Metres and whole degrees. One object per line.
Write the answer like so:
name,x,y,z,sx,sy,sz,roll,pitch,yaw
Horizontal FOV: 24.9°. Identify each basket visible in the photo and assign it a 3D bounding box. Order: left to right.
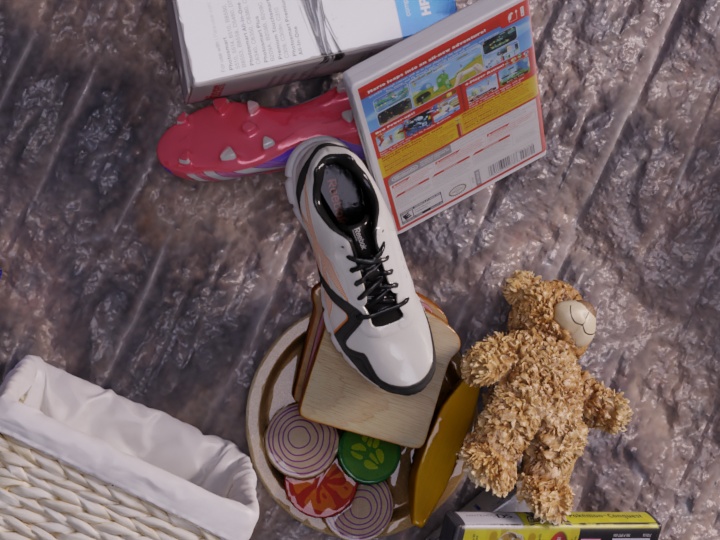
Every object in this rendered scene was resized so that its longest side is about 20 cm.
basket,-0.191,0.181,1.168,0.198,0.198,0.162,24,93,-8

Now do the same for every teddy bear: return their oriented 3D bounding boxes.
teddy bear,0.138,0.091,1.225,0.145,0.067,0.200,38,56,0

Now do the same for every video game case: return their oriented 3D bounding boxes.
video game case,0.067,-0.114,1.202,0.142,0.201,0.018,-28,59,-6
video game case,0.126,0.276,1.244,0.179,0.026,0.202,4,110,-25

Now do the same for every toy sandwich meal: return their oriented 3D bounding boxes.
toy sandwich meal,0.007,0.110,1.251,0.203,0.070,0.208,0,92,-7

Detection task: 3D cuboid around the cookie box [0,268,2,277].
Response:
cookie box,-0.369,0.078,1.199,0.169,0.075,0.202,14,90,-8

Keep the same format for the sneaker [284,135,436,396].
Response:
sneaker,0.000,0.000,1.172,0.073,0.080,0.202,-25,96,-8

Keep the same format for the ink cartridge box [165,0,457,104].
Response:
ink cartridge box,-0.040,-0.187,1.197,0.198,0.146,0.085,-12,93,-8

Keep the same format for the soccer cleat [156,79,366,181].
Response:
soccer cleat,-0.055,-0.098,1.244,0.198,0.077,0.067,-14,57,6

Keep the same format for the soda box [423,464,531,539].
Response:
soda box,0.072,0.242,1.268,0.199,0.063,0.068,-39,98,-5
